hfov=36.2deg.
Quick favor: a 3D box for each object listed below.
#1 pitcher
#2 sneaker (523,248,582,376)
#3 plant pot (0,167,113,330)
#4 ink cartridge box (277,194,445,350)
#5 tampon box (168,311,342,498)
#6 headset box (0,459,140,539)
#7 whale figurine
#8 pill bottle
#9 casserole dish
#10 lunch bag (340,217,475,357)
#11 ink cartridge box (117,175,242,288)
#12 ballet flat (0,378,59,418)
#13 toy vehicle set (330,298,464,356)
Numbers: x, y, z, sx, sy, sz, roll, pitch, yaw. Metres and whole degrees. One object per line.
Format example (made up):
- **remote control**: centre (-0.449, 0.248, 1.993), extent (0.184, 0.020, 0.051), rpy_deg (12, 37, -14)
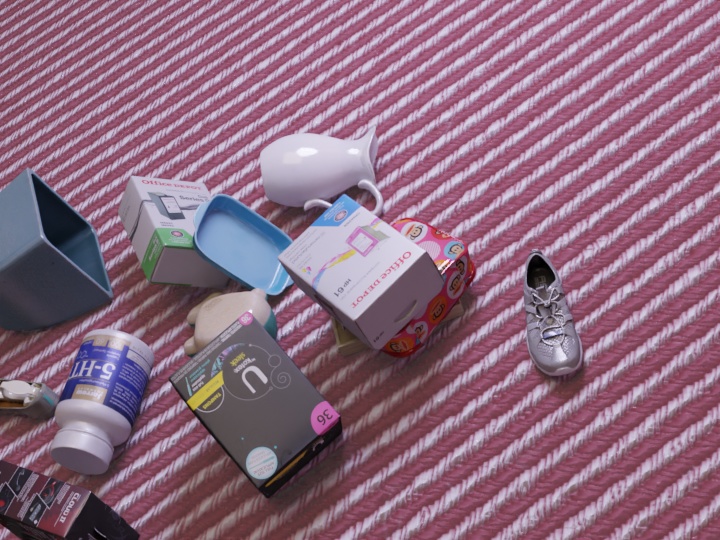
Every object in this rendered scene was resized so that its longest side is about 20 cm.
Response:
- **pitcher**: centre (-0.063, -0.152, 1.855), extent (0.198, 0.121, 0.173), rpy_deg (-7, 65, 3)
- **sneaker**: centre (0.260, 0.059, 1.561), extent (0.074, 0.082, 0.201), rpy_deg (-18, 49, 8)
- **plant pot**: centre (-0.579, -0.013, 1.906), extent (0.199, 0.197, 0.196), rpy_deg (-32, 48, 6)
- **ink cartridge box**: centre (0.000, 0.000, 1.578), extent (0.145, 0.085, 0.200), rpy_deg (-44, 48, -10)
- **tampon box**: centre (-0.144, 0.190, 1.547), extent (0.150, 0.126, 0.200), rpy_deg (-41, 76, -11)
- **headset box**: centre (-0.421, 0.355, 1.563), extent (0.199, 0.149, 0.075), rpy_deg (11, 59, 29)
- **whale figurine**: centre (-0.204, 0.095, 1.734), extent (0.159, 0.104, 0.200), rpy_deg (-39, 25, -17)
- **pill bottle**: centre (-0.401, 0.203, 1.697), extent (0.119, 0.120, 0.201), rpy_deg (-3, 52, 21)
- **casserole dish**: centre (-0.191, -0.036, 1.783), extent (0.039, 0.199, 0.122), rpy_deg (-28, 34, 50)
- **lunch bag**: centre (0.054, 0.018, 1.644), extent (0.176, 0.082, 0.200), rpy_deg (27, 67, 37)
- **ink cartridge box**: centre (-0.306, -0.066, 1.850), extent (0.200, 0.145, 0.084), rpy_deg (56, 130, 42)
- **ballet flat**: centre (-0.586, 0.200, 1.814), extent (0.199, 0.064, 0.068), rpy_deg (2, 54, 25)
- **toy vehicle set**: centre (0.050, 0.046, 1.697), extent (0.199, 0.027, 0.125), rpy_deg (-20, 48, 7)
